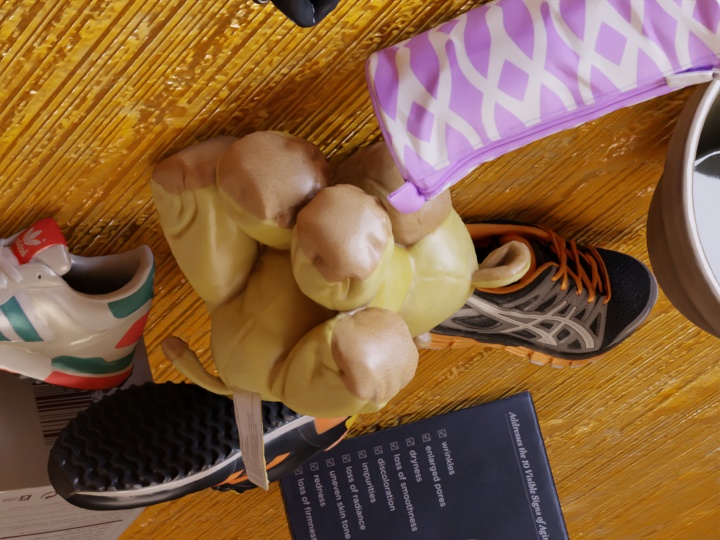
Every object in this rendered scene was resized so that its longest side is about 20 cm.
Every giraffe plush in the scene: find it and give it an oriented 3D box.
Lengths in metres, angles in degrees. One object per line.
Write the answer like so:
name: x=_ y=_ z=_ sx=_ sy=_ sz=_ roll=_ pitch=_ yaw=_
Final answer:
giraffe plush: x=0.000 y=0.000 z=1.333 sx=0.162 sy=0.172 sz=0.201 roll=-28 pitch=140 yaw=-36

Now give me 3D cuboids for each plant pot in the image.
plant pot: x=0.242 y=-0.030 z=1.385 sx=0.198 sy=0.202 sz=0.173 roll=-9 pitch=175 yaw=-14

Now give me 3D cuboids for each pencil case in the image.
pencil case: x=0.101 y=-0.099 z=1.221 sx=0.199 sy=0.086 sz=0.084 roll=-21 pitch=157 yaw=18

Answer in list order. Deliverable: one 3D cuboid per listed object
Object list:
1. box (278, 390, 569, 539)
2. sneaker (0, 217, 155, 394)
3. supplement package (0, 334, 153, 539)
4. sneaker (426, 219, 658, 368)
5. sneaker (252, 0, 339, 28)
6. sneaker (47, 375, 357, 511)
box: x=0.057 y=0.218 z=1.836 sx=0.195 sy=0.201 sz=0.124 roll=-14 pitch=161 yaw=2
sneaker: x=-0.202 y=0.007 z=1.345 sx=0.198 sy=0.071 sz=0.094 roll=8 pitch=125 yaw=-28
supplement package: x=-0.204 y=0.109 z=1.505 sx=0.116 sy=0.118 sz=0.200 roll=-6 pitch=158 yaw=-27
sneaker: x=0.106 y=0.008 z=1.515 sx=0.199 sy=0.079 sz=0.077 roll=-1 pitch=147 yaw=-34
sneaker: x=-0.046 y=-0.134 z=0.964 sx=0.078 sy=0.091 sz=0.199 roll=-19 pitch=-171 yaw=-42
sneaker: x=-0.082 y=0.103 z=1.407 sx=0.199 sy=0.070 sz=0.090 roll=-22 pitch=144 yaw=-26
